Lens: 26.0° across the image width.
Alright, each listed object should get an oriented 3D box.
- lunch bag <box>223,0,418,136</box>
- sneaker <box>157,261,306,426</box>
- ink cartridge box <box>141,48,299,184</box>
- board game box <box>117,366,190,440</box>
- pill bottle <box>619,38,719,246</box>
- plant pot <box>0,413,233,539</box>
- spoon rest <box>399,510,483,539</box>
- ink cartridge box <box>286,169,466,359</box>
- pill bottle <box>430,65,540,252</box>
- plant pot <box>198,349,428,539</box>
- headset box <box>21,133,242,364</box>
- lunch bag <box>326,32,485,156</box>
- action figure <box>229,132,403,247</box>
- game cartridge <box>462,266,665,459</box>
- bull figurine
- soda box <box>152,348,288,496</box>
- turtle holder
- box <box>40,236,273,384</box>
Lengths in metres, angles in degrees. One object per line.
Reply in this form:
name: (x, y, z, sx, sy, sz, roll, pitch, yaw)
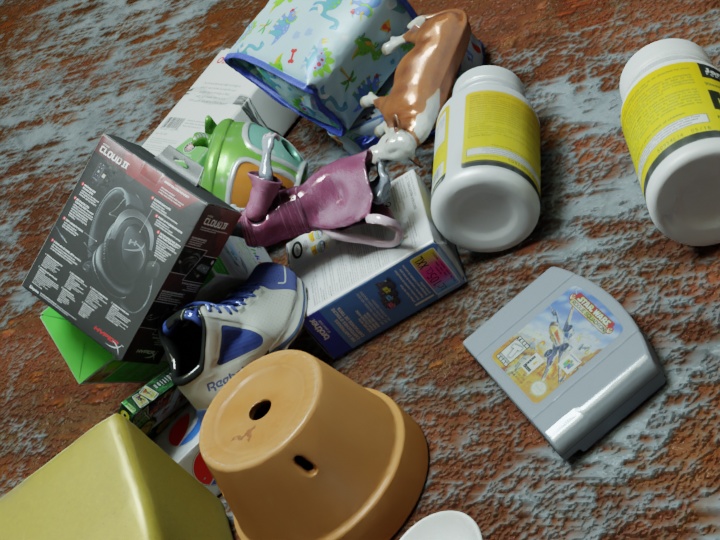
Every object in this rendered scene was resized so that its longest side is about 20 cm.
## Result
lunch bag: (-0.050, -0.275, 1.829, 0.200, 0.127, 0.170, 32, 79, 39)
sneaker: (-0.133, 0.055, 1.550, 0.080, 0.115, 0.200, -11, 42, 39)
ink cartridge box: (-0.177, -0.187, 2.021, 0.146, 0.084, 0.200, 14, 60, 50)
board game box: (-0.186, 0.125, 1.609, 0.200, 0.023, 0.105, -37, -16, -44)
pill bottle: (0.307, -0.126, 1.463, 0.114, 0.114, 0.200, -27, 36, 17)
plant pot: (-0.219, 0.297, 1.428, 0.195, 0.194, 0.200, -37, 43, 4)
spoon rest: (0.088, 0.258, 1.283, 0.099, 0.061, 0.200, -49, 36, -14)
ink cartridge box: (0.000, 0.000, 1.646, 0.199, 0.076, 0.137, -29, 36, 13)
pill bottle: (0.133, -0.123, 1.629, 0.112, 0.112, 0.200, -21, 38, 25)
plant pot: (-0.055, 0.168, 1.452, 0.199, 0.140, 0.201, -25, 36, 20)
headset box: (-0.226, -0.029, 1.568, 0.149, 0.077, 0.201, 32, 97, 23)
lunch bag: (0.051, -0.211, 1.843, 0.199, 0.076, 0.161, -23, 42, 25)
action figure: (-0.062, -0.056, 1.606, 0.199, 0.134, 0.149, -18, 64, 2)
game cartridge: (0.186, 0.075, 1.421, 0.133, 0.042, 0.200, -44, 34, 2)
bull figurine: (0.057, -0.197, 1.715, 0.121, 0.065, 0.201, 12, 71, 57)
soda box: (-0.138, 0.161, 1.601, 0.200, 0.068, 0.064, -45, 34, -7)
turtle holder: (-0.132, -0.103, 1.857, 0.131, 0.186, 0.142, 10, 81, 2)
box: (-0.212, 0.030, 1.695, 0.200, 0.176, 0.097, -37, 73, 15)
